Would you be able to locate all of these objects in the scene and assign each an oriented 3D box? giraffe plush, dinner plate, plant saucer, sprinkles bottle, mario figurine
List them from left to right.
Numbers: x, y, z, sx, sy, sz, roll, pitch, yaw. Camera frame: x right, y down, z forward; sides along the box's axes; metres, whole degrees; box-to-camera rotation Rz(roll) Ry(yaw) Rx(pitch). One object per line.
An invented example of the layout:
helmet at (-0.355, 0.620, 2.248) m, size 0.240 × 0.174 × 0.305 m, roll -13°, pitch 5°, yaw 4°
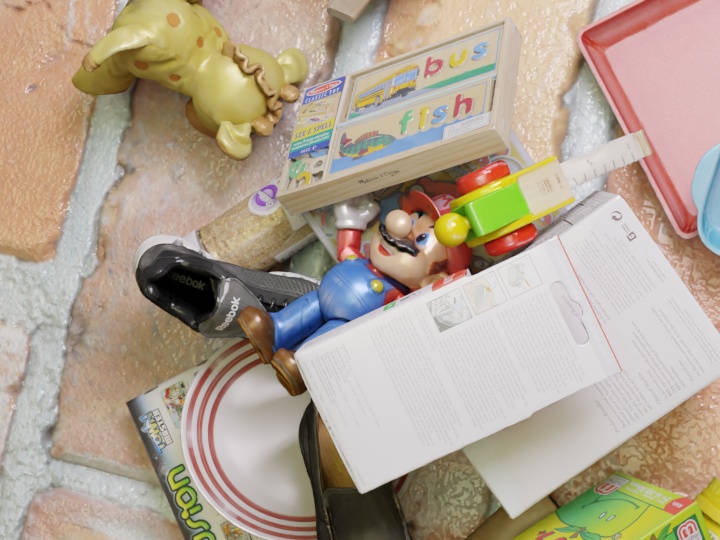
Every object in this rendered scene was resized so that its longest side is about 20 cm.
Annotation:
giraffe plush at (-0.135, -0.181, 1.108) m, size 0.162 × 0.200 × 0.173 m, roll 38°, pitch 88°, yaw -14°
sprinkles bottle at (-0.066, -0.048, 1.105) m, size 0.200 × 0.068 × 0.068 m, roll -34°, pitch 76°, yaw 6°
dinner plate at (-0.050, 0.135, 1.063) m, size 0.200 × 0.024 × 0.200 m, roll 4°, pitch 60°, yaw -8°
mario figurine at (0.000, 0.000, 0.986) m, size 0.200 × 0.106 × 0.124 m, roll -37°, pitch 89°, yaw -13°
plant saucer at (0.309, -0.153, 1.050) m, size 0.199 × 0.037 × 0.200 m, roll -27°, pitch 76°, yaw 8°

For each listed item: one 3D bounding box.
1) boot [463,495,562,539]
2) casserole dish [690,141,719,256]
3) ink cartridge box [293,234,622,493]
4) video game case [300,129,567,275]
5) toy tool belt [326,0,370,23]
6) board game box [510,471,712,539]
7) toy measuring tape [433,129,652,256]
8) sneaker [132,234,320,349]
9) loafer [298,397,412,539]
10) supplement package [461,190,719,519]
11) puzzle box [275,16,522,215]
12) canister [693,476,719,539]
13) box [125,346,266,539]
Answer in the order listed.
boot at (0.071, 0.237, 1.027) m, size 0.200 × 0.066 × 0.175 m, roll -41°, pitch 99°, yaw 6°
casserole dish at (0.353, -0.055, 0.994) m, size 0.200 × 0.039 × 0.121 m, roll 14°, pitch 105°, yaw -1°
ink cartridge box at (0.067, 0.062, 0.888) m, size 0.200 × 0.050 × 0.109 m, roll -25°, pitch 93°, yaw 6°
video game case at (0.073, -0.032, 1.059) m, size 0.182 × 0.023 × 0.200 m, roll -35°, pitch 97°, yaw 6°
toy tool belt at (-0.026, -0.317, 1.108) m, size 0.123 × 0.125 × 0.200 m, roll -37°, pitch 75°, yaw -3°
board game box at (0.147, 0.225, 0.928) m, size 0.200 × 0.102 × 0.048 m, roll -28°, pitch 105°, yaw -18°
toy measuring tape at (0.134, -0.061, 0.983) m, size 0.200 × 0.074 × 0.074 m, roll -25°, pitch 75°, yaw -27°
sneaker at (-0.095, 0.030, 1.040) m, size 0.200 × 0.091 × 0.067 m, roll 19°, pitch 103°, yaw -6°
loafer at (-0.004, 0.181, 0.982) m, size 0.073 × 0.072 × 0.200 m, roll -19°, pitch 62°, yaw -9°
supplement package at (0.151, 0.057, 0.981) m, size 0.200 × 0.151 × 0.152 m, roll -36°, pitch 92°, yaw 6°
puzzle box at (0.031, -0.123, 1.017) m, size 0.200 × 0.025 × 0.133 m, roll -16°, pitch 43°, yaw 28°
canister at (0.271, 0.281, 0.971) m, size 0.148 × 0.087 × 0.200 m, roll 37°, pitch 93°, yaw 16°
box at (-0.113, 0.179, 1.100) m, size 0.110 × 0.035 × 0.200 m, roll -27°, pitch 77°, yaw 8°
